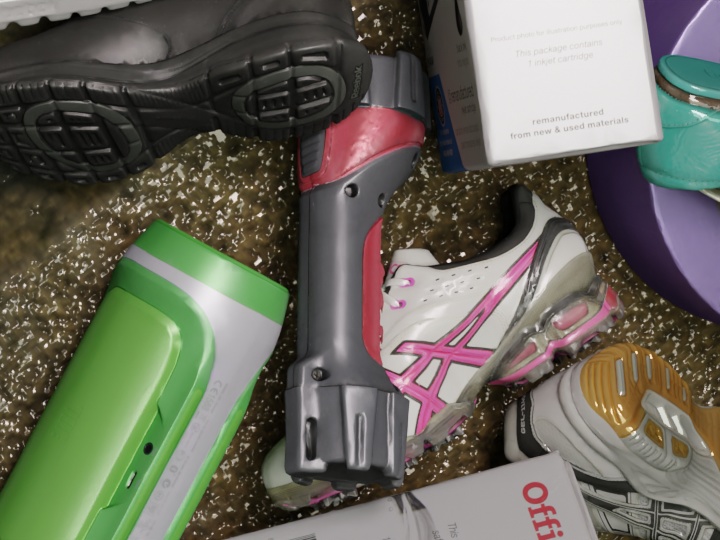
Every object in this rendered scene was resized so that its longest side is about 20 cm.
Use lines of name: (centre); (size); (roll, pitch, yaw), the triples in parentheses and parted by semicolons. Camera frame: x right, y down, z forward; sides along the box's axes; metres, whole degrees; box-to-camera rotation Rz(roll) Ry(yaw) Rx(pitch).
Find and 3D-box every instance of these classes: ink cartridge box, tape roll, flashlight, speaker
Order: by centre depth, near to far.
ink cartridge box: (0.071, -0.150, 1.251); (0.084, 0.145, 0.202); (-8, 91, -6)
ink cartridge box: (0.022, 0.185, 1.273); (0.199, 0.146, 0.084); (-14, 137, -4)
flashlight: (0.000, 0.000, 1.273); (0.067, 0.068, 0.202); (-3, 74, 7)
speaker: (-0.110, 0.081, 1.274); (0.088, 0.088, 0.201); (29, 89, -18)
tape roll: (0.218, -0.065, 1.355); (0.199, 0.085, 0.202); (-3, 99, -17)

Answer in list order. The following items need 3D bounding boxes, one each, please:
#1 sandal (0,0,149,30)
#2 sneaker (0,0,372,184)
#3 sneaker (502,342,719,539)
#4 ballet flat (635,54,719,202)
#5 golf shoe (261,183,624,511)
sandal: (-0.109, -0.160, 1.241); (0.202, 0.083, 0.050); (-22, 142, -12)
sneaker: (-0.095, -0.099, 1.266); (0.198, 0.091, 0.076); (-8, 145, 1)
sneaker: (0.149, 0.104, 1.371); (0.200, 0.087, 0.076); (40, 41, -34)
ballet flat: (0.217, -0.056, 1.287); (0.199, 0.067, 0.071); (5, 120, -17)
golf shoe: (0.026, 0.040, 1.324); (0.199, 0.073, 0.092); (-35, 92, -16)
